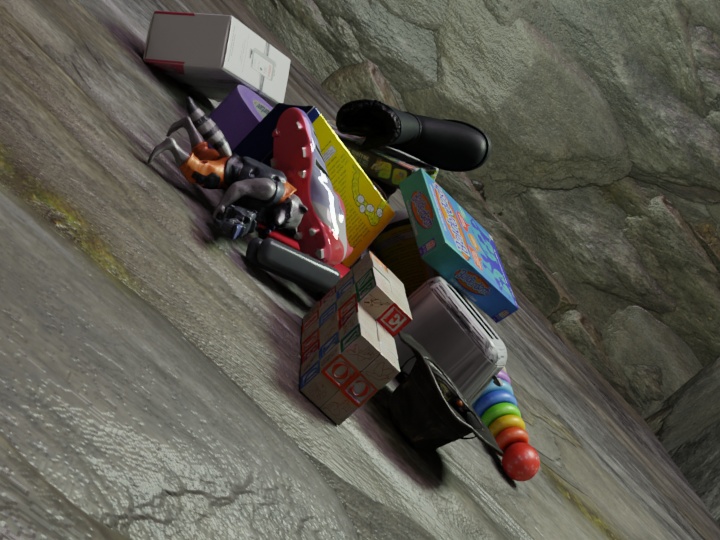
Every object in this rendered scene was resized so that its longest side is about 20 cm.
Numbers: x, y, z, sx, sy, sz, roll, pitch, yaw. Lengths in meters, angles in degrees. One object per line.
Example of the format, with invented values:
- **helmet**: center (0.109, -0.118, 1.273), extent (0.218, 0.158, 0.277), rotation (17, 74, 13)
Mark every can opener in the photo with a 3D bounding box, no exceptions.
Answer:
- **can opener**: center (-0.052, 0.020, 1.143), extent (0.199, 0.067, 0.052), rotation (31, -19, -36)

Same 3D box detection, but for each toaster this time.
- **toaster**: center (0.107, 0.099, 1.299), extent (0.201, 0.129, 0.113), rotation (51, 11, 18)

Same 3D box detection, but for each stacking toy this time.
- **stacking toy**: center (0.211, 0.224, 1.406), extent (0.085, 0.085, 0.201), rotation (38, 18, -39)

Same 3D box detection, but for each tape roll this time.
- **tape roll**: center (-0.141, -0.176, 1.423), extent (0.200, 0.085, 0.200), rotation (45, 11, -11)

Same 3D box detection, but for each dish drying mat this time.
- **dish drying mat**: center (-0.035, 0.002, 1.241), extent (0.198, 0.018, 0.077), rotation (27, 12, -7)

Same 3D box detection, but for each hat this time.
- **hat**: center (0.079, 0.162, 1.114), extent (0.201, 0.081, 0.201), rotation (51, 4, -4)

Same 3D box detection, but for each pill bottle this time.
- **pill bottle**: center (0.089, 0.015, 1.434), extent (0.112, 0.111, 0.203), rotation (20, 55, -67)

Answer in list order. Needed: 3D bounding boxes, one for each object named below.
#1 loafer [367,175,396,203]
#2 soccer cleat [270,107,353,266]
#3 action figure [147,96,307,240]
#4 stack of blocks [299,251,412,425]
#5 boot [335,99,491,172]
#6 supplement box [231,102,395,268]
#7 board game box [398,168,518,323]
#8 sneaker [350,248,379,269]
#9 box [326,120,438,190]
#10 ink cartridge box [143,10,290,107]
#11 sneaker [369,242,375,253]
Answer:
- **loafer**: center (0.018, -0.129, 1.461), extent (0.073, 0.071, 0.200), rotation (47, 3, -7)
- **soccer cleat**: center (-0.059, -0.103, 1.191), extent (0.076, 0.066, 0.203), rotation (-16, 93, -53)
- **action figure**: center (-0.147, -0.105, 1.106), extent (0.192, 0.105, 0.200), rotation (32, 8, -12)
- **stack of blocks**: center (-0.005, 0.067, 1.024), extent (0.059, 0.115, 0.200), rotation (43, 12, -15)
- **boot**: center (0.077, -0.193, 1.372), extent (0.198, 0.077, 0.168), rotation (19, 12, 18)
- **supplement box**: center (-0.064, -0.116, 1.291), extent (0.200, 0.110, 0.108), rotation (51, -16, -30)
- **board game box**: center (0.141, -0.034, 1.359), extent (0.200, 0.045, 0.153), rotation (37, 28, -41)
- **sneaker**: center (0.000, 0.000, 1.383), extent (0.080, 0.071, 0.200), rotation (41, 13, -18)
- **box**: center (0.010, -0.177, 1.446), extent (0.198, 0.035, 0.110), rotation (27, 18, 20)
- **ink cartridge box**: center (-0.219, -0.327, 1.482), extent (0.145, 0.084, 0.200), rotation (9, -4, 23)
- **sneaker**: center (-0.033, -0.086, 1.530), extent (0.201, 0.081, 0.088), rotation (56, 9, 15)
